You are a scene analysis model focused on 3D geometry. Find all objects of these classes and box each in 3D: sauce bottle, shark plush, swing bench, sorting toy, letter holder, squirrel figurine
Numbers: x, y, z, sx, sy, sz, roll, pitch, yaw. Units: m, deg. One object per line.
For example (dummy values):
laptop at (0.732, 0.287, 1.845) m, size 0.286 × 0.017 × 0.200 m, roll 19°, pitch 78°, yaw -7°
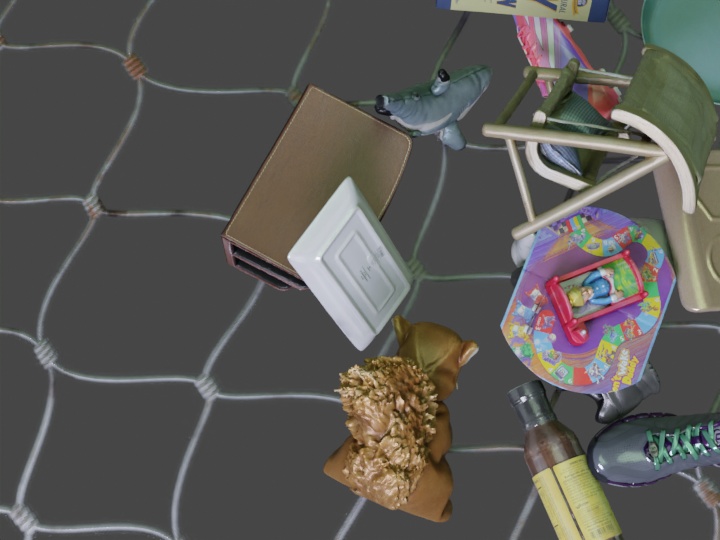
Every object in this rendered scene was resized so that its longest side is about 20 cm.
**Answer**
sauce bottle at (0.211, 0.211, 1.368) m, size 0.064 × 0.065 × 0.201 m, roll -19°, pitch 73°, yaw -6°
shark plush at (0.070, -0.198, 1.444) m, size 0.083 × 0.200 × 0.091 m, roll -44°, pitch 62°, yaw 30°
swing bench at (0.257, -0.143, 1.366) m, size 0.199 × 0.199 × 0.130 m, roll -9°, pitch 113°, yaw 25°
sorting toy at (0.429, -0.045, 1.451) m, size 0.199 × 0.036 × 0.186 m, roll -3°, pitch 72°, yaw -14°
letter holder at (-0.041, -0.075, 1.441) m, size 0.142 × 0.101 × 0.201 m, roll 27°, pitch 75°, yaw 6°
squirrel figurine at (0.049, 0.141, 1.319) m, size 0.141 × 0.200 × 0.187 m, roll 22°, pitch 86°, yaw 14°

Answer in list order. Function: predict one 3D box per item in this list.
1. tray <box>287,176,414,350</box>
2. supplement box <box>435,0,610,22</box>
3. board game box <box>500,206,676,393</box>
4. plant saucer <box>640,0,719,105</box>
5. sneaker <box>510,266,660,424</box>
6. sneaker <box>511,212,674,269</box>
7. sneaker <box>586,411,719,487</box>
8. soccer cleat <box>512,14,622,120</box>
tray at (0.000, 0.000, 1.370) m, size 0.022 × 0.200 × 0.108 m, roll 25°, pitch 72°, yaw 35°
supplement box at (0.191, -0.403, 1.490) m, size 0.199 × 0.135 × 0.200 m, roll 5°, pitch 49°, yaw 2°
board game box at (0.243, 0.026, 1.361) m, size 0.157 × 0.039 × 0.201 m, roll 24°, pitch 76°, yaw 0°
plant saucer at (0.426, -0.280, 1.542) m, size 0.199 × 0.027 × 0.201 m, roll 0°, pitch 72°, yaw -1°
sneaker at (0.226, 0.079, 1.409) m, size 0.091 × 0.076 × 0.200 m, roll -42°, pitch 75°, yaw -6°
sneaker at (0.269, -0.028, 1.437) m, size 0.199 × 0.080 × 0.071 m, roll -3°, pitch 71°, yaw -2°
sneaker at (0.333, 0.171, 1.349) m, size 0.199 × 0.088 × 0.075 m, roll -8°, pitch 74°, yaw -18°
soccer cleat at (0.220, -0.243, 1.514) m, size 0.076 × 0.067 × 0.200 m, roll -37°, pitch 75°, yaw 4°
